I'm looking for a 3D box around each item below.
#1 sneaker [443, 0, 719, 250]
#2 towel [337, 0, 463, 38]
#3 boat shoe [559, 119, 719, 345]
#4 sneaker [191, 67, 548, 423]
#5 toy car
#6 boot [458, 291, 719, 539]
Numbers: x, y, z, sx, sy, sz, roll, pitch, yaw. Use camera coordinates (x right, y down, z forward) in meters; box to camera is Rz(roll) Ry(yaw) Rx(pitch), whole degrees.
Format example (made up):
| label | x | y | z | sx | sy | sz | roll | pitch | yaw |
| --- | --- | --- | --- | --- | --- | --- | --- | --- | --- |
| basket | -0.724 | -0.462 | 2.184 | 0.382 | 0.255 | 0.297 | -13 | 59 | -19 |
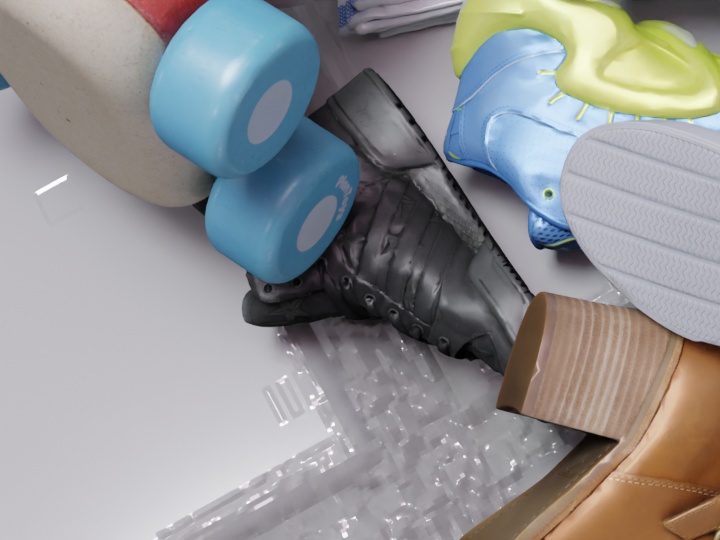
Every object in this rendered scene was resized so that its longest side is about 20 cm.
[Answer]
| label | x | y | z | sx | sy | sz | roll | pitch | yaw |
| --- | --- | --- | --- | --- | --- | --- | --- | --- | --- |
| sneaker | 0.123 | -0.045 | 0.968 | 0.199 | 0.076 | 0.106 | 22 | 93 | 17 |
| towel | 0.048 | -0.201 | 1.055 | 0.146 | 0.024 | 0.201 | -11 | 68 | 5 |
| boat shoe | 0.165 | -0.003 | 0.866 | 0.199 | 0.071 | 0.073 | 24 | 113 | 30 |
| sneaker | -0.001 | -0.001 | 0.972 | 0.104 | 0.060 | 0.200 | -35 | 69 | 4 |
| toy car | -0.054 | -0.137 | 0.920 | 0.184 | 0.177 | 0.200 | 32 | 75 | 21 |
| boot | 0.111 | 0.118 | 0.901 | 0.154 | 0.074 | 0.201 | 17 | 99 | -9 |
